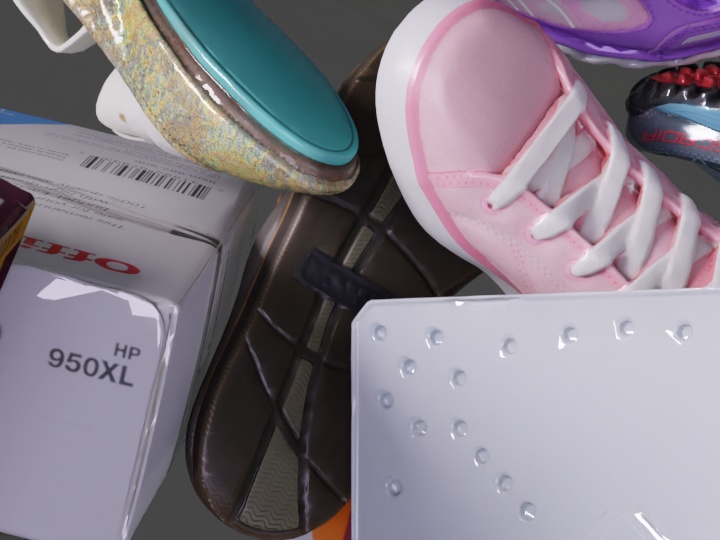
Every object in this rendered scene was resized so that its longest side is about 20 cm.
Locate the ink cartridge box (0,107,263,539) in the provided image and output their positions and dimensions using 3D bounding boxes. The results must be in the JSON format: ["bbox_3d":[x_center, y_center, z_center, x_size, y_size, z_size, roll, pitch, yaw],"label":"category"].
[{"bbox_3d":[-0.119,0.008,0.839,0.144,0.200,0.084,14,104,2],"label":"ink cartridge box"}]

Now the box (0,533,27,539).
[{"bbox_3d":[-0.182,0.116,0.906,0.109,0.128,0.200,-39,96,12],"label":"box"}]

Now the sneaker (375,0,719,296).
[{"bbox_3d":[0.089,-0.008,0.834,0.075,0.105,0.200,-51,128,-24],"label":"sneaker"}]

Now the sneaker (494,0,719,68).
[{"bbox_3d":[0.049,-0.119,0.845,0.200,0.088,0.081,14,88,4],"label":"sneaker"}]

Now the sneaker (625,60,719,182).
[{"bbox_3d":[0.173,-0.001,0.875,0.200,0.079,0.096,24,105,0],"label":"sneaker"}]

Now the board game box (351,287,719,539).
[{"bbox_3d":[0.085,0.107,0.778,0.200,0.026,0.201,-3,86,36],"label":"board game box"}]

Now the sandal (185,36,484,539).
[{"bbox_3d":[0.000,0.000,0.874,0.082,0.055,0.200,33,73,-18],"label":"sandal"}]

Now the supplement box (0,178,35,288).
[{"bbox_3d":[-0.171,0.062,0.699,0.085,0.110,0.200,25,107,-2],"label":"supplement box"}]

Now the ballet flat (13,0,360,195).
[{"bbox_3d":[-0.073,-0.084,0.858,0.071,0.071,0.200,-43,68,12],"label":"ballet flat"}]

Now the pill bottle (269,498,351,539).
[{"bbox_3d":[0.065,0.126,0.896,0.199,0.110,0.110,13,103,2],"label":"pill bottle"}]
